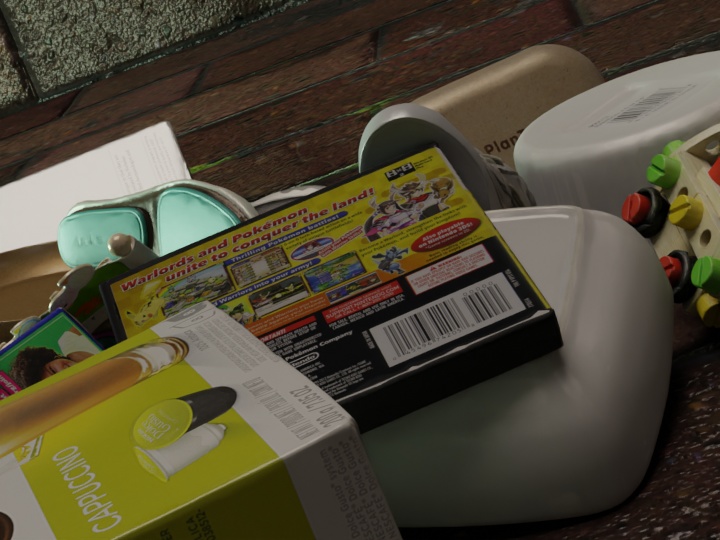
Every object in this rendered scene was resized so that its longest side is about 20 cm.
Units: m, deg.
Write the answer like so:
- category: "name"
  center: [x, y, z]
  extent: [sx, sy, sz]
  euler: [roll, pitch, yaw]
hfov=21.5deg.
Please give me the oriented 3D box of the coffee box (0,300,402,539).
- category: "coffee box"
  center: [-0.080, 0.156, 0.650]
  extent: [0.197, 0.201, 0.200]
  euler: [-25, 15, -12]

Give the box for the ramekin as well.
- category: "ramekin"
  center: [0.196, -0.067, 1.228]
  extent: [0.200, 0.098, 0.201]
  euler: [-20, 16, 6]

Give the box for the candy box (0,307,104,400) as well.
- category: "candy box"
  center: [-0.225, 0.134, 1.015]
  extent: [0.169, 0.077, 0.200]
  euler: [-52, -4, 35]

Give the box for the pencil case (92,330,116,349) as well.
- category: "pencil case"
  center: [-0.231, 0.087, 1.304]
  extent: [0.199, 0.085, 0.092]
  euler: [-7, 19, 40]

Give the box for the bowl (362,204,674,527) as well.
- category: "bowl"
  center: [0.055, 0.038, 0.979]
  extent: [0.199, 0.075, 0.200]
  euler: [-5, 38, 20]

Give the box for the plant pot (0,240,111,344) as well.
- category: "plant pot"
  center: [-0.207, 0.015, 1.292]
  extent: [0.199, 0.028, 0.200]
  euler: [-7, 16, 2]

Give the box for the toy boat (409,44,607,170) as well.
- category: "toy boat"
  center: [0.096, -0.070, 1.384]
  extent: [0.199, 0.131, 0.131]
  euler: [-24, -15, -11]

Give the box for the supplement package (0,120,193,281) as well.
- category: "supplement package"
  center: [-0.209, -0.006, 1.451]
  extent: [0.199, 0.117, 0.118]
  euler: [-22, 58, -3]

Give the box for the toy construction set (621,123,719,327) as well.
- category: "toy construction set"
  center: [0.215, -0.043, 1.056]
  extent: [0.131, 0.092, 0.200]
  euler: [-58, 13, 28]

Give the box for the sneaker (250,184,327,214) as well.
- category: "sneaker"
  center: [0.000, 0.000, 1.217]
  extent: [0.199, 0.076, 0.088]
  euler: [7, 29, 12]

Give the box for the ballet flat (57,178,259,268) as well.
- category: "ballet flat"
  center: [-0.114, -0.025, 1.224]
  extent: [0.199, 0.070, 0.069]
  euler: [0, 26, 45]

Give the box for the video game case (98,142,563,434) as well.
- category: "video game case"
  center: [-0.022, 0.021, 0.951]
  extent: [0.199, 0.026, 0.181]
  euler: [-23, 35, -4]

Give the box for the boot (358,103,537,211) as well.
- category: "boot"
  center: [0.056, -0.042, 1.113]
  extent: [0.073, 0.200, 0.096]
  euler: [-20, 40, 15]

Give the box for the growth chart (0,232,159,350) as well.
- category: "growth chart"
  center: [-0.192, 0.053, 1.137]
  extent: [0.200, 0.018, 0.145]
  euler: [-46, -9, 7]
